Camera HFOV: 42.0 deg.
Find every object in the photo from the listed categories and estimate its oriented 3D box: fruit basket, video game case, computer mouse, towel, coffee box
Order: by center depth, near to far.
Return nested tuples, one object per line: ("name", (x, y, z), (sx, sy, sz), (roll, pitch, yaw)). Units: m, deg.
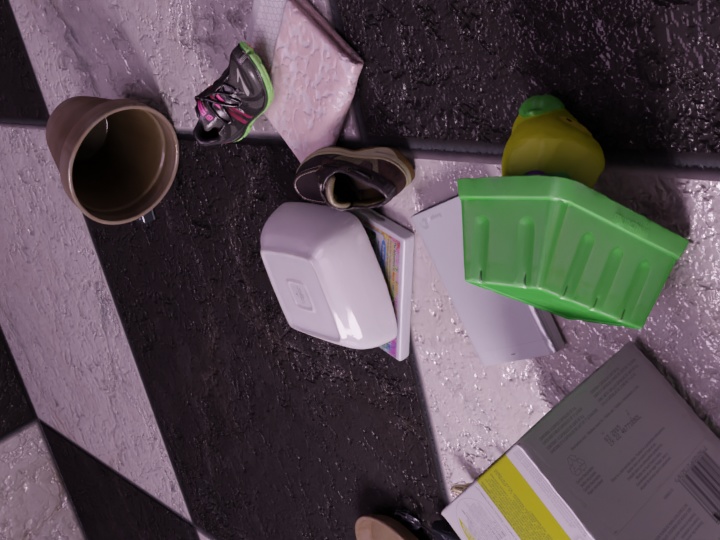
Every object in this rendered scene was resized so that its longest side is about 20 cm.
("fruit basket", (0.190, -0.066, 0.861), (0.154, 0.214, 0.219), (6, 119, 51))
("coffee box", (0.239, 0.239, 0.953), (0.201, 0.198, 0.199), (50, 145, 15))
("towel", (-0.084, -0.248, 1.198), (0.191, 0.032, 0.201), (49, 145, 18))
("video game case", (0.000, 0.000, 1.273), (0.181, 0.024, 0.203), (32, 136, 36))
("computer mouse", (0.115, 0.383, 1.397), (0.059, 0.034, 0.199), (53, 156, -24))

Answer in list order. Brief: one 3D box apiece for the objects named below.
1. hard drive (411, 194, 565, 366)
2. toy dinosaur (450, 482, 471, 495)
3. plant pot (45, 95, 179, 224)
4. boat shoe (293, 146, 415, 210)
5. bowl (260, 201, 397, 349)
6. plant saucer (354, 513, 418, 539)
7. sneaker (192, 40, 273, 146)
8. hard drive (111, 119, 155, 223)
("hard drive", (0.144, 0.009, 1.084), (0.131, 0.026, 0.202), (-20, 98, 56))
("toy dinosaur", (0.198, 0.305, 1.210), (0.199, 0.047, 0.089), (28, 149, 39))
("plant pot", (-0.426, -0.201, 1.539), (0.173, 0.198, 0.203), (32, 137, 38))
("boat shoe", (-0.023, -0.110, 1.162), (0.198, 0.065, 0.074), (-5, 127, 48))
("bowl", (-0.054, 0.017, 1.256), (0.198, 0.074, 0.203), (13, 130, 51))
("plant saucer", (0.067, 0.470, 1.505), (0.199, 0.029, 0.202), (36, 144, 32))
("sneaker", (-0.173, -0.220, 1.236), (0.077, 0.083, 0.200), (53, 148, 11))
("hard drive", (-0.444, -0.194, 1.715), (0.138, 0.033, 0.203), (22, 130, 44))
